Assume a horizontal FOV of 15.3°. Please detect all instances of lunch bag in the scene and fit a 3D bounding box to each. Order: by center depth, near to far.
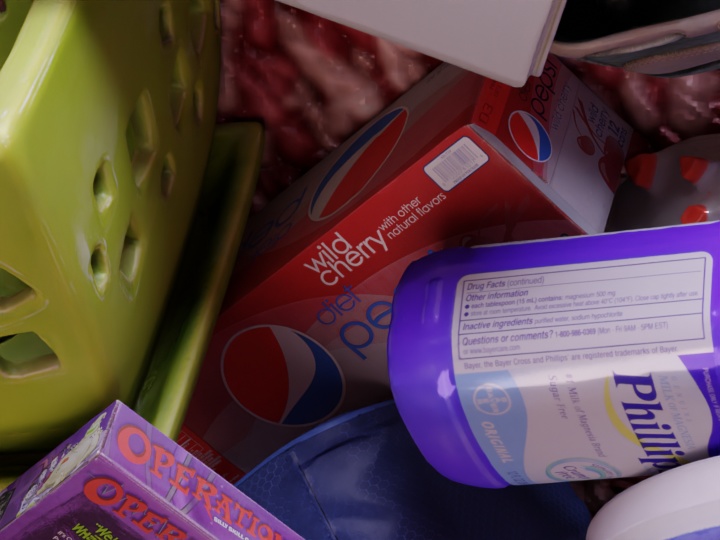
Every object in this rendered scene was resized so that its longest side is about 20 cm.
[{"bbox_3d":[-0.005,0.141,0.966,0.200,0.135,0.133,-38,74,37],"label":"lunch bag"}]

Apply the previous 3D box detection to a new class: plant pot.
[{"bbox_3d":[-0.142,-0.029,0.870,0.197,0.201,0.182,-5,132,19],"label":"plant pot"}]

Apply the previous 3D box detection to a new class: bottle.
[{"bbox_3d":[0.111,0.024,0.817,0.198,0.066,0.084,-5,146,21],"label":"bottle"}]

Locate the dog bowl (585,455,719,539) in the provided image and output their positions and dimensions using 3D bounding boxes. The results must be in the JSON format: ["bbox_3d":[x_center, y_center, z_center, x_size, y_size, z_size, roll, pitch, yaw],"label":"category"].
[{"bbox_3d":[0.171,0.119,0.853,0.198,0.079,0.200,1,158,0],"label":"dog bowl"}]

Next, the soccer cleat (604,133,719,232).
[{"bbox_3d":[0.148,-0.024,0.864,0.077,0.070,0.200,12,148,-35],"label":"soccer cleat"}]

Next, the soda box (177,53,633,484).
[{"bbox_3d":[0.000,0.000,0.925,0.063,0.070,0.200,41,128,-17],"label":"soda box"}]

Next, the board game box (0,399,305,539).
[{"bbox_3d":[-0.039,0.133,0.848,0.200,0.032,0.120,39,131,-20],"label":"board game box"}]

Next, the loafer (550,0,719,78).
[{"bbox_3d":[0.131,-0.103,0.777,0.199,0.063,0.072,-28,80,45],"label":"loafer"}]

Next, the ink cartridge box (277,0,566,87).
[{"bbox_3d":[-0.019,-0.151,0.762,0.199,0.147,0.083,20,130,0],"label":"ink cartridge box"}]
